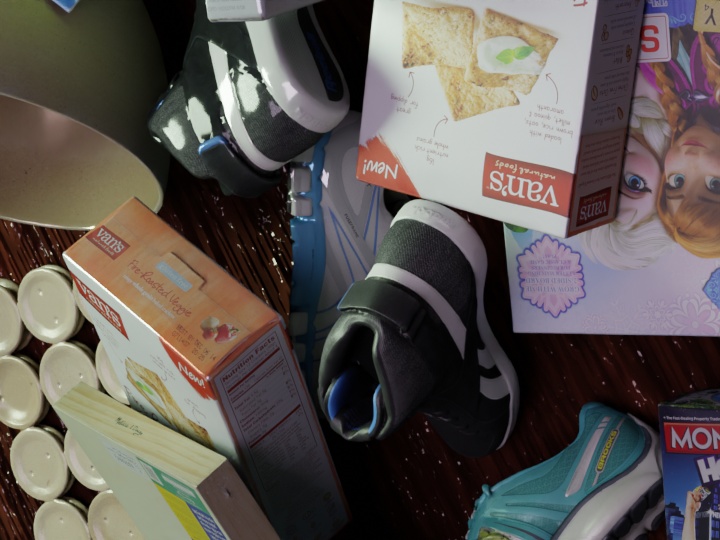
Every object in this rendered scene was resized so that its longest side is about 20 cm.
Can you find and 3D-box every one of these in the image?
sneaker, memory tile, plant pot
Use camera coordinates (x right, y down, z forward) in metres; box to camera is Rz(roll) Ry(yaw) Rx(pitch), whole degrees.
[{"bbox_3d":[0.088,0.156,1.305,0.200,0.078,0.080,-43,62,-8],"label":"sneaker"},{"bbox_3d":[-0.176,0.093,1.530,0.152,0.017,0.202,-15,94,35],"label":"memory tile"},{"bbox_3d":[0.000,0.000,1.362,0.086,0.075,0.201,2,120,-1],"label":"sneaker"},{"bbox_3d":[-0.197,-0.125,1.403,0.199,0.200,0.136,-1,65,33],"label":"plant pot"},{"bbox_3d":[-0.080,-0.128,1.315,0.112,0.073,0.201,-40,44,26],"label":"sneaker"},{"bbox_3d":[0.024,0.063,1.283,0.073,0.112,0.201,21,149,28],"label":"sneaker"}]

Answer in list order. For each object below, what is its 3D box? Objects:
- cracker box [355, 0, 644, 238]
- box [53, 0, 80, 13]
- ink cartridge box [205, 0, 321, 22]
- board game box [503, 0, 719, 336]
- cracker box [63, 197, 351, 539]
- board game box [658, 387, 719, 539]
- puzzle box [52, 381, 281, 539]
[{"bbox_3d":[0.074,-0.130,1.219,0.133,0.058,0.202,16,110,31],"label":"cracker box"},{"bbox_3d":[-0.143,-0.257,1.331,0.122,0.048,0.200,37,79,20],"label":"box"},{"bbox_3d":[-0.030,-0.243,1.235,0.040,0.199,0.202,2,104,26],"label":"ink cartridge box"},{"bbox_3d":[0.164,-0.066,1.234,0.199,0.041,0.201,-1,101,34],"label":"board game box"},{"bbox_3d":[-0.085,0.069,1.355,0.134,0.058,0.201,38,157,35],"label":"cracker box"},{"bbox_3d":[0.258,0.115,1.225,0.199,0.062,0.202,3,103,33],"label":"board game box"},{"bbox_3d":[-0.097,0.141,1.366,0.200,0.025,0.134,20,145,58],"label":"puzzle box"}]
